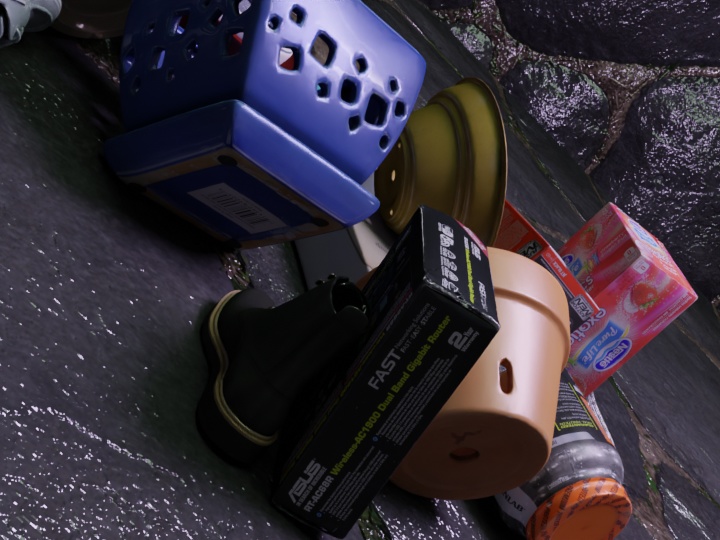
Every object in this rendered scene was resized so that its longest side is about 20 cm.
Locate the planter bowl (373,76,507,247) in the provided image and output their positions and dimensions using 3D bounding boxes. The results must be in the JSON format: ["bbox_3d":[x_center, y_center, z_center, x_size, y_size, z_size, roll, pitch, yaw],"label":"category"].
[{"bbox_3d":[0.065,-0.092,1.263,0.083,0.201,0.201,1,37,-19],"label":"planter bowl"}]

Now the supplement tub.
[{"bbox_3d":[0.162,0.161,1.191,0.122,0.123,0.200,31,24,-42],"label":"supplement tub"}]

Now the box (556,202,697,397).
[{"bbox_3d":[0.230,0.044,1.329,0.095,0.200,0.103,33,22,-30],"label":"box"}]

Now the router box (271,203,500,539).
[{"bbox_3d":[0.017,0.068,0.911,0.062,0.200,0.150,30,21,-10],"label":"router box"}]

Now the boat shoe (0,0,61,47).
[{"bbox_3d":[-0.303,-0.210,1.017,0.201,0.070,0.072,10,64,-70],"label":"boat shoe"}]

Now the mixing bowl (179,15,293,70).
[{"bbox_3d":[-0.151,-0.223,1.309,0.200,0.108,0.200,41,19,-18],"label":"mixing bowl"}]

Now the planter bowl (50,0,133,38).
[{"bbox_3d":[-0.240,-0.295,1.155,0.200,0.200,0.135,19,51,-57],"label":"planter bowl"}]

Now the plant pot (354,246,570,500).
[{"bbox_3d":[0.079,0.096,1.060,0.200,0.200,0.140,34,39,-36],"label":"plant pot"}]

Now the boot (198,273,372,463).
[{"bbox_3d":[-0.045,0.039,0.938,0.077,0.138,0.200,37,18,-23],"label":"boot"}]

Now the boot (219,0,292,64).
[{"bbox_3d":[-0.088,-0.259,1.181,0.073,0.090,0.200,54,11,19],"label":"boot"}]

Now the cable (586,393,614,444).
[{"bbox_3d":[0.262,0.137,1.488,0.050,0.097,0.200,-14,66,-35],"label":"cable"}]

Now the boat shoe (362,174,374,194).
[{"bbox_3d":[-0.014,-0.126,1.508,0.200,0.072,0.068,47,15,31],"label":"boat shoe"}]

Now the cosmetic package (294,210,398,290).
[{"bbox_3d":[0.000,0.000,1.242,0.103,0.073,0.200,36,20,-34],"label":"cosmetic package"}]

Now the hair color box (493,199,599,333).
[{"bbox_3d":[0.153,-0.017,1.296,0.102,0.061,0.200,48,5,-32],"label":"hair color box"}]

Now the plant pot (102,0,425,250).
[{"bbox_3d":[-0.087,-0.131,1.082,0.200,0.200,0.180,33,59,-39],"label":"plant pot"}]
